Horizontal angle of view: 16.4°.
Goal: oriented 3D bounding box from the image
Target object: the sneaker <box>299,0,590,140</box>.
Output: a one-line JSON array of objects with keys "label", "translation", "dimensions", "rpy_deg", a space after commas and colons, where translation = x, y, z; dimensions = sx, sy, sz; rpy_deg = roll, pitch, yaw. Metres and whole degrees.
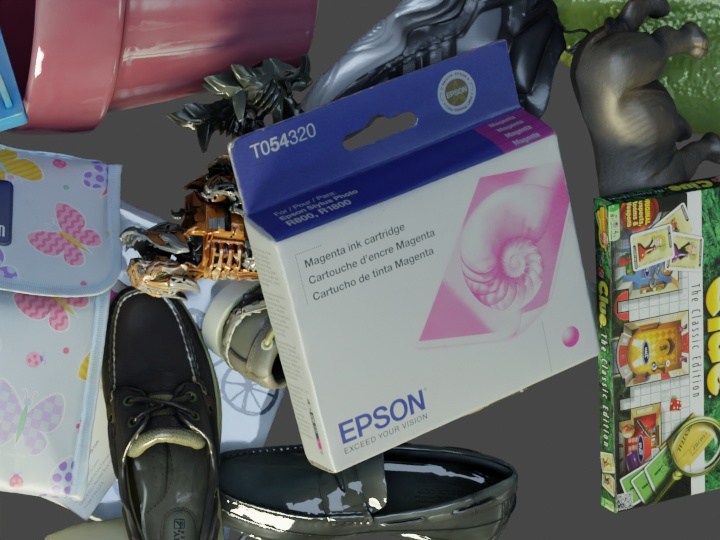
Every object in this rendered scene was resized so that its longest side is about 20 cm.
[{"label": "sneaker", "translation": [0.051, -0.114, 1.556], "dimensions": [0.200, 0.075, 0.114], "rpy_deg": [-42, 91, -4]}]

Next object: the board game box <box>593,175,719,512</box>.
[{"label": "board game box", "translation": [0.196, 0.045, 1.558], "dimensions": [0.105, 0.023, 0.201], "rpy_deg": [-12, 109, -26]}]

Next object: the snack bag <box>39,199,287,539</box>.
[{"label": "snack bag", "translation": [-0.140, 0.061, 1.577], "dimensions": [0.188, 0.021, 0.200], "rpy_deg": [23, 90, -5]}]

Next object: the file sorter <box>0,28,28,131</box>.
[{"label": "file sorter", "translation": [-0.286, -0.174, 1.399], "dimensions": [0.138, 0.123, 0.200], "rpy_deg": [-17, 66, -5]}]

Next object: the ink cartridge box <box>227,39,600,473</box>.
[{"label": "ink cartridge box", "translation": [0.036, -0.010, 1.457], "dimensions": [0.196, 0.043, 0.200], "rpy_deg": [-23, 111, -25]}]

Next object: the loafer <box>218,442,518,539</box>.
[{"label": "loafer", "translation": [-0.001, 0.131, 1.550], "dimensions": [0.200, 0.070, 0.068], "rpy_deg": [5, 50, -12]}]

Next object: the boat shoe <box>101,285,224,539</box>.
[{"label": "boat shoe", "translation": [-0.113, 0.101, 1.493], "dimensions": [0.073, 0.065, 0.201], "rpy_deg": [-10, 80, -7]}]

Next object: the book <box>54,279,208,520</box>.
[{"label": "book", "translation": [-0.211, 0.042, 1.538], "dimensions": [0.200, 0.048, 0.134], "rpy_deg": [36, 87, -7]}]

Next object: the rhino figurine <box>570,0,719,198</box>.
[{"label": "rhino figurine", "translation": [0.181, -0.070, 1.566], "dimensions": [0.087, 0.060, 0.200], "rpy_deg": [-27, 114, -29]}]

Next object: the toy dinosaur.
[{"label": "toy dinosaur", "translation": [-0.052, -0.047, 1.474], "dimensions": [0.200, 0.102, 0.136], "rpy_deg": [-16, 82, -45]}]

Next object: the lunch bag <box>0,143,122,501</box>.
[{"label": "lunch bag", "translation": [-0.232, 0.023, 1.452], "dimensions": [0.169, 0.127, 0.201], "rpy_deg": [10, 85, -14]}]

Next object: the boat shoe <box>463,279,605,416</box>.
[{"label": "boat shoe", "translation": [0.061, 0.056, 1.571], "dimensions": [0.201, 0.060, 0.072], "rpy_deg": [-15, 61, -4]}]

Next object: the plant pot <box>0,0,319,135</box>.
[{"label": "plant pot", "translation": [-0.126, -0.181, 1.496], "dimensions": [0.179, 0.200, 0.201], "rpy_deg": [-1, 92, -19]}]

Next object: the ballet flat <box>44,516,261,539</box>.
[{"label": "ballet flat", "translation": [-0.095, 0.183, 1.551], "dimensions": [0.200, 0.069, 0.070], "rpy_deg": [24, 90, -10]}]

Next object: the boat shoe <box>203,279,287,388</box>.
[{"label": "boat shoe", "translation": [0.001, 0.002, 1.527], "dimensions": [0.202, 0.072, 0.060], "rpy_deg": [-35, 50, -19]}]
